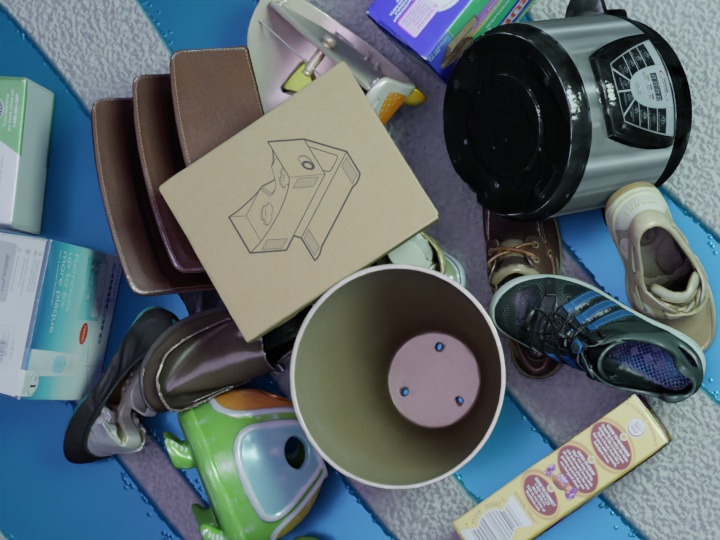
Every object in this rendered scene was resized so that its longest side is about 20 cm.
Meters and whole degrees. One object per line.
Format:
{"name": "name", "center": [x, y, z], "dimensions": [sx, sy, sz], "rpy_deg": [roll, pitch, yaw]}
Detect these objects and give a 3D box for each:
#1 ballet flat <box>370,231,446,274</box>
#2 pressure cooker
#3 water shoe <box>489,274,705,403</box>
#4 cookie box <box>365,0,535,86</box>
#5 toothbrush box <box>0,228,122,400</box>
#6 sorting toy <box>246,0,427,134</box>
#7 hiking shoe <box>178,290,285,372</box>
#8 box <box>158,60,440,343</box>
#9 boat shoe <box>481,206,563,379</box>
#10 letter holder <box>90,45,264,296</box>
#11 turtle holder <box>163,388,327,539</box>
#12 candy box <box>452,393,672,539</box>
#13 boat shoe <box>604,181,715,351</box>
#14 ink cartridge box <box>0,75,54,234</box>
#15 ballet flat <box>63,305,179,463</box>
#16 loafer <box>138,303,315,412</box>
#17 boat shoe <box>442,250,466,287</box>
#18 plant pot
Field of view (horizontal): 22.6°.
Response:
{"name": "ballet flat", "center": [-0.002, -0.041, 1.602], "dimensions": [0.199, 0.071, 0.071], "rpy_deg": [32, 93, -22]}
{"name": "pressure cooker", "center": [0.194, -0.141, 1.596], "dimensions": [0.179, 0.199, 0.177], "rpy_deg": [46, 129, 34]}
{"name": "water shoe", "center": [0.204, 0.057, 1.567], "dimensions": [0.198, 0.079, 0.072], "rpy_deg": [18, 104, 13]}
{"name": "cookie box", "center": [0.100, -0.258, 1.621], "dimensions": [0.075, 0.200, 0.172], "rpy_deg": [40, 95, 11]}
{"name": "toothbrush box", "center": [-0.304, 0.043, 1.686], "dimensions": [0.084, 0.200, 0.148], "rpy_deg": [11, 87, 11]}
{"name": "sorting toy", "center": [-0.047, -0.135, 1.685], "dimensions": [0.181, 0.106, 0.200], "rpy_deg": [-56, 47, 12]}
{"name": "hiking shoe", "center": [-0.128, 0.008, 1.725], "dimensions": [0.100, 0.076, 0.202], "rpy_deg": [-10, 89, -2]}
{"name": "box", "center": [-0.055, -0.059, 1.557], "dimensions": [0.199, 0.021, 0.164], "rpy_deg": [-33, 78, 5]}
{"name": "boat shoe", "center": [0.149, -0.001, 1.657], "dimensions": [0.071, 0.072, 0.202], "rpy_deg": [-7, 85, 11]}
{"name": "letter holder", "center": [-0.160, -0.091, 1.648], "dimensions": [0.141, 0.101, 0.202], "rpy_deg": [-5, 69, -26]}
{"name": "turtle holder", "center": [-0.096, 0.197, 1.663], "dimensions": [0.131, 0.141, 0.187], "rpy_deg": [-22, 72, -8]}
{"name": "candy box", "center": [0.184, 0.188, 1.613], "dimensions": [0.199, 0.117, 0.057], "rpy_deg": [-38, 79, 8]}
{"name": "boat shoe", "center": [0.270, 0.012, 1.578], "dimensions": [0.072, 0.201, 0.065], "rpy_deg": [-26, 39, 3]}
{"name": "ink cartridge box", "center": [-0.414, -0.118, 1.779], "dimensions": [0.198, 0.087, 0.147], "rpy_deg": [4, 86, 10]}
{"name": "ballet flat", "center": [-0.223, 0.125, 1.698], "dimensions": [0.069, 0.068, 0.201], "rpy_deg": [54, 125, 38]}
{"name": "loafer", "center": [-0.112, 0.066, 1.639], "dimensions": [0.199, 0.071, 0.074], "rpy_deg": [-32, 114, -23]}
{"name": "boat shoe", "center": [0.000, 0.000, 1.694], "dimensions": [0.198, 0.062, 0.073], "rpy_deg": [8, 88, 12]}
{"name": "plant pot", "center": [0.049, 0.097, 1.606], "dimensions": [0.185, 0.200, 0.190], "rpy_deg": [-1, 85, 11]}
